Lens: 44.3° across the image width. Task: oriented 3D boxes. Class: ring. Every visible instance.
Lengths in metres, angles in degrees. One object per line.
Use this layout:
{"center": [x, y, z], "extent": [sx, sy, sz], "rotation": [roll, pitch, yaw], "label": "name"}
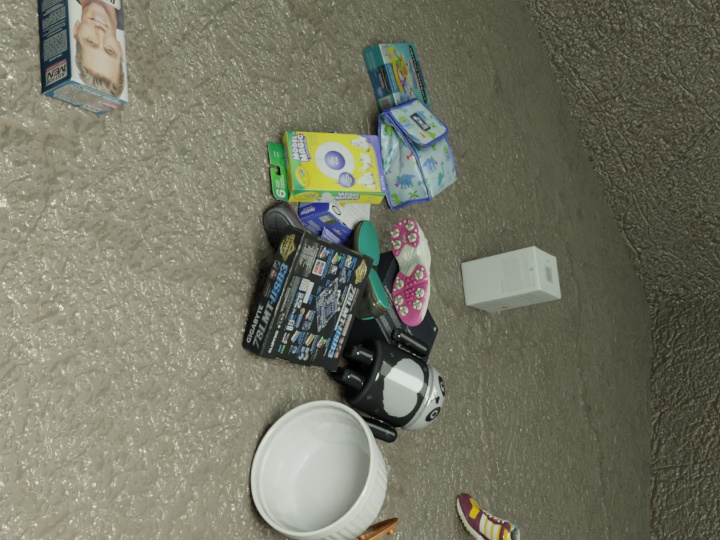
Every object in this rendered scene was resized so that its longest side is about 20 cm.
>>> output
{"center": [-0.030, 0.411, 1.286], "extent": [0.199, 0.198, 0.020], "rotation": [-9, 72, -61], "label": "ring"}

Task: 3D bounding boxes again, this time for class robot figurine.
{"center": [0.051, 0.194, 1.507], "extent": [0.197, 0.151, 0.126], "rotation": [27, 27, -19], "label": "robot figurine"}

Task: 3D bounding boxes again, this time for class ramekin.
{"center": [-0.053, 0.306, 1.303], "extent": [0.105, 0.196, 0.204], "rotation": [55, 34, -50], "label": "ramekin"}

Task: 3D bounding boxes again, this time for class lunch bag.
{"center": [0.114, -0.256, 1.882], "extent": [0.170, 0.125, 0.204], "rotation": [-35, 109, -57], "label": "lunch bag"}

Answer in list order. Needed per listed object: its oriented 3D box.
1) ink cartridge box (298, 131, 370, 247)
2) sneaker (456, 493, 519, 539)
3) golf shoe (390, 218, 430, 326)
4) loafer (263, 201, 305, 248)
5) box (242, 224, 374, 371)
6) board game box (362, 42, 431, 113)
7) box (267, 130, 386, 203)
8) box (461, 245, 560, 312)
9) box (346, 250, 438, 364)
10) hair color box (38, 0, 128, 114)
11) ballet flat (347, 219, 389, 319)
{"center": [-0.045, -0.128, 1.613], "extent": [0.136, 0.075, 0.204], "rotation": [37, 47, -48], "label": "ink cartridge box"}
{"center": [0.280, 0.534, 1.834], "extent": [0.074, 0.090, 0.201], "rotation": [19, 31, -56], "label": "sneaker"}
{"center": [0.103, 0.008, 1.616], "extent": [0.091, 0.074, 0.205], "rotation": [33, 51, -55], "label": "golf shoe"}
{"center": [-0.094, -0.023, 1.493], "extent": [0.203, 0.071, 0.063], "rotation": [64, 28, -15], "label": "loafer"}
{"center": [-0.078, 0.050, 1.409], "extent": [0.197, 0.049, 0.204], "rotation": [18, 92, -54], "label": "box"}
{"center": [0.087, -0.435, 2.009], "extent": [0.199, 0.046, 0.154], "rotation": [-29, 103, -60], "label": "board game box"}
{"center": [-0.059, -0.178, 1.527], "extent": [0.195, 0.049, 0.120], "rotation": [-2, 66, -18], "label": "box"}
{"center": [0.367, 0.025, 2.158], "extent": [0.151, 0.196, 0.109], "rotation": [16, 65, -57], "label": "box"}
{"center": [0.045, 0.102, 1.649], "extent": [0.203, 0.102, 0.183], "rotation": [62, 33, -25], "label": "box"}
{"center": [-0.360, -0.318, 1.148], "extent": [0.099, 0.059, 0.205], "rotation": [12, 68, -58], "label": "hair color box"}
{"center": [0.000, 0.000, 1.534], "extent": [0.068, 0.068, 0.203], "rotation": [38, 32, -40], "label": "ballet flat"}
